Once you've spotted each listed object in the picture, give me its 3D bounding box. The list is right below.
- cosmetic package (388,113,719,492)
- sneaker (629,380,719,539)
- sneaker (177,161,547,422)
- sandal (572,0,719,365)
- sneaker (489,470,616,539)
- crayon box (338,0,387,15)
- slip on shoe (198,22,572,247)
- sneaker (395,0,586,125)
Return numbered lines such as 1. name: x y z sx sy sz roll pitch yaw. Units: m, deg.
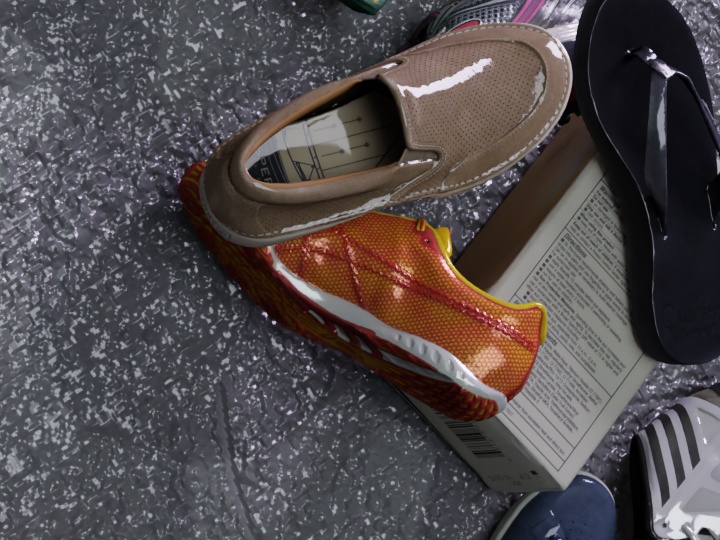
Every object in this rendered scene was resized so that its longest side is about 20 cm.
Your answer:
1. cosmetic package: 0.111 0.010 1.455 0.105 0.071 0.200 48 66 -17
2. sneaker: 0.214 0.156 1.477 0.115 0.076 0.201 -29 66 -17
3. sneaker: 0.000 0.000 1.367 0.200 0.073 0.077 32 68 9
4. sandal: 0.163 -0.051 1.419 0.076 0.043 0.200 -19 98 -31
5. sneaker: 0.094 0.194 1.420 0.075 0.085 0.200 33 70 -22
6. crayon box: 0.004 -0.244 1.390 0.119 0.058 0.200 30 90 -15
7. slip on shoe: 0.018 -0.071 1.329 0.200 0.061 0.076 -19 78 -18
8. sneaker: 0.039 -0.095 1.431 0.200 0.081 0.075 -22 67 -29
